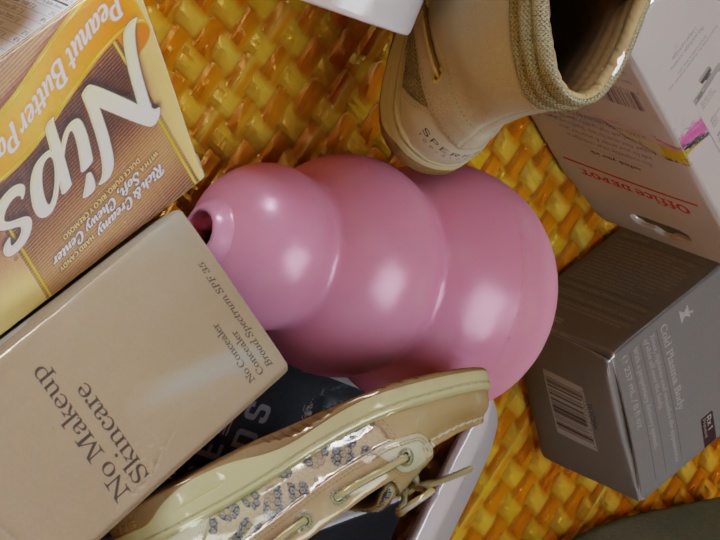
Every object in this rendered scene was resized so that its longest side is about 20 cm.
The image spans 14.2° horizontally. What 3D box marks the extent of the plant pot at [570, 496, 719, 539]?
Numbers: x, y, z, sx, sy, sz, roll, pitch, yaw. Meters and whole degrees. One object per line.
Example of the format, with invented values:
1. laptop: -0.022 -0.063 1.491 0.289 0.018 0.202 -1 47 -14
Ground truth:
1. plant pot: 0.179 0.251 1.638 0.200 0.196 0.196 2 106 -38

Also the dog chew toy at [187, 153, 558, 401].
1. dog chew toy: 0.000 0.000 1.387 0.200 0.124 0.125 13 98 -41

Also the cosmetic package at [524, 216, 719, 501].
1. cosmetic package: 0.184 0.024 1.612 0.200 0.090 0.107 -36 127 -26

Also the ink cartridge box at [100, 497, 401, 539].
1. ink cartridge box: -0.086 0.191 1.387 0.200 0.043 0.199 -15 138 -38

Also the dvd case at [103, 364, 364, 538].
1. dvd case: -0.053 0.110 1.448 0.200 0.025 0.151 23 90 -50

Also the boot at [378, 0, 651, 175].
1. boot: 0.077 -0.154 1.338 0.072 0.155 0.201 16 73 -24

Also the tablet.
1. tablet: 0.025 0.163 1.506 0.200 0.014 0.130 -63 172 -9

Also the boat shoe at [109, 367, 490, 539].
1. boat shoe: -0.020 0.099 1.314 0.200 0.073 0.063 -23 88 -26

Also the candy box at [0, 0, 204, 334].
1. candy box: -0.167 -0.037 1.238 0.200 0.055 0.116 -40 132 -28

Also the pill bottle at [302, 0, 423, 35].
1. pill bottle: 0.010 -0.215 1.300 0.113 0.113 0.201 13 98 -48

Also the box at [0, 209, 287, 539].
1. box: -0.135 0.069 1.257 0.095 0.078 0.200 55 51 -10

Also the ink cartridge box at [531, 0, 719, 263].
1. ink cartridge box: 0.145 -0.092 1.495 0.068 0.116 0.200 -52 138 -16
